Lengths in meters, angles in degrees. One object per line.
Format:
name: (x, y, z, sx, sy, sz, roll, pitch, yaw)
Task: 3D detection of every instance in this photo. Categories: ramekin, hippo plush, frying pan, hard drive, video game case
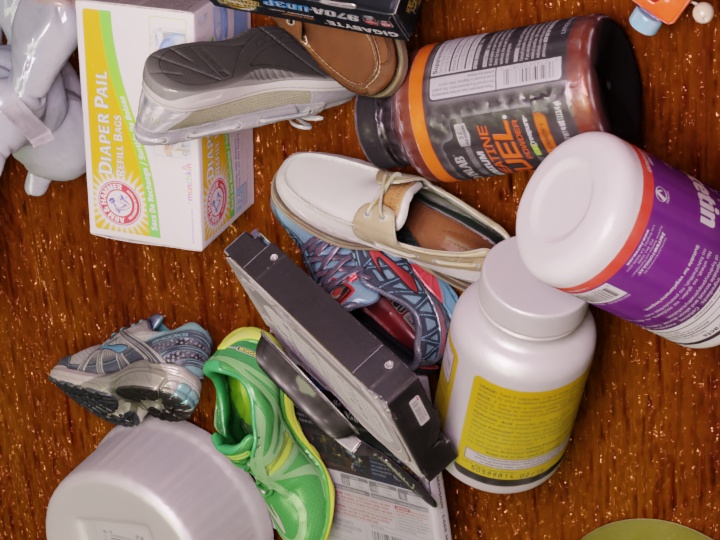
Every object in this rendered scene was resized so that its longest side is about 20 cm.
ramekin: (-0.186, 0.239, 1.666, 0.200, 0.098, 0.201, 14, 119, 27)
hippo plush: (-0.256, -0.146, 1.504, 0.159, 0.161, 0.200, -41, 61, 10)
frying pan: (-0.022, 0.120, 1.502, 0.031, 0.115, 0.190, -43, 114, -4)
hard drive: (-0.016, 0.064, 1.420, 0.200, 0.038, 0.140, 43, 169, 32)
video game case: (-0.012, 0.156, 1.568, 0.200, 0.023, 0.182, 10, 118, 41)

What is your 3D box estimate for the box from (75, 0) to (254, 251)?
box: (-0.153, -0.130, 1.482, 0.101, 0.113, 0.200, 9, 117, 18)

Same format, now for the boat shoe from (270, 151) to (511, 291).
boat shoe: (0.028, -0.047, 1.436, 0.200, 0.075, 0.068, 20, 159, 1)

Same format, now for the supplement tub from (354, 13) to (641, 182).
supplement tub: (0.098, -0.122, 1.368, 0.200, 0.107, 0.107, -7, 109, 29)

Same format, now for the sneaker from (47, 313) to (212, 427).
sneaker: (-0.196, 0.085, 1.635, 0.200, 0.086, 0.078, -2, 144, 47)

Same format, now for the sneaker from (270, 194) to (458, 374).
sneaker: (0.000, 0.000, 1.477, 0.200, 0.096, 0.079, 44, 123, 2)

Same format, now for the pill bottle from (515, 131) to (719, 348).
pill bottle: (0.214, -0.014, 1.311, 0.200, 0.113, 0.112, 23, 132, -33)

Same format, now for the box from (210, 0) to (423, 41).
box: (-0.013, -0.273, 1.321, 0.159, 0.046, 0.200, 13, 77, 21)

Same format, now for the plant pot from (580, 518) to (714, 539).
plant pot: (0.211, 0.325, 1.457, 0.187, 0.200, 0.187, 10, 116, 22)

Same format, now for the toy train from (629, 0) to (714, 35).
toy train: (0.213, -0.271, 1.277, 0.150, 0.056, 0.200, 32, 126, 8)

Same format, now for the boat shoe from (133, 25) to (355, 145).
boat shoe: (-0.081, -0.136, 1.402, 0.074, 0.202, 0.065, 46, 132, 29)

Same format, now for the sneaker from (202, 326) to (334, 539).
sneaker: (-0.085, 0.149, 1.555, 0.074, 0.084, 0.200, -9, 105, 45)

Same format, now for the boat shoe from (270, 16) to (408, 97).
boat shoe: (-0.043, -0.202, 1.376, 0.200, 0.068, 0.072, 52, 121, 28)

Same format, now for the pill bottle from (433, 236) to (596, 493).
pill bottle: (0.118, 0.070, 1.410, 0.111, 0.111, 0.200, 25, 140, 15)
